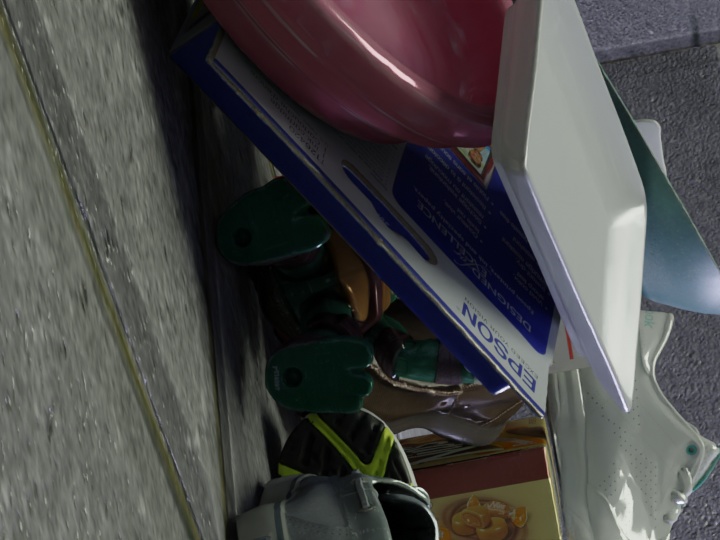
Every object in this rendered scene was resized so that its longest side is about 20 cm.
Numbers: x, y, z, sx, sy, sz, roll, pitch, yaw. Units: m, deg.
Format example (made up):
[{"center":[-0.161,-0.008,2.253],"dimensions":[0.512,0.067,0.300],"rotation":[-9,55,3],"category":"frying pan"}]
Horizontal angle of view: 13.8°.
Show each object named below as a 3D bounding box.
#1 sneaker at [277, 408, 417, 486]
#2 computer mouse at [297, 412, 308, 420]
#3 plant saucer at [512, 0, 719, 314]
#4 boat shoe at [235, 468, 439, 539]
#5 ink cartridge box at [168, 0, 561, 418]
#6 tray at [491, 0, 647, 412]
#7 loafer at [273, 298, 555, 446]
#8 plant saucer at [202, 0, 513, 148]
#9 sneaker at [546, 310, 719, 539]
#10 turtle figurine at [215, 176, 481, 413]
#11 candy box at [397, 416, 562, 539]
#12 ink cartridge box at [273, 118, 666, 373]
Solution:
[{"center":[0.014,0.154,1.320],"dimensions":[0.076,0.075,0.200],"rotation":[-57,138,-84],"category":"sneaker"},{"center":[0.006,0.157,1.415],"dimensions":[0.110,0.044,0.200],"rotation":[76,5,-55],"category":"computer mouse"},{"center":[0.111,-0.058,1.381],"dimensions":[0.200,0.036,0.200],"rotation":[59,3,-6],"category":"plant saucer"},{"center":[-0.003,0.114,1.177],"dimensions":[0.201,0.071,0.070],"rotation":[14,66,-86],"category":"boat shoe"},{"center":[0.007,-0.046,1.218],"dimensions":[0.198,0.047,0.200],"rotation":[47,27,-15],"category":"ink cartridge box"},{"center":[0.084,-0.033,1.188],"dimensions":[0.200,0.022,0.107],"rotation":[62,30,-55],"category":"tray"},{"center":[0.028,0.034,1.433],"dimensions":[0.073,0.071,0.200],"rotation":[53,19,22],"category":"loafer"},{"center":[-0.013,-0.125,1.175],"dimensions":[0.201,0.051,0.201],"rotation":[40,25,-24],"category":"plant saucer"},{"center":[0.150,0.118,1.572],"dimensions":[0.075,0.088,0.200],"rotation":[33,48,-87],"category":"sneaker"},{"center":[0.000,0.000,1.299],"dimensions":[0.150,0.101,0.200],"rotation":[53,19,3],"category":"turtle figurine"},{"center":[0.049,0.120,1.610],"dimensions":[0.200,0.115,0.055],"rotation":[-35,115,-86],"category":"candy box"},{"center":[0.064,-0.003,1.520],"dimensions":[0.068,0.200,0.117],"rotation":[-97,175,-45],"category":"ink cartridge box"}]
